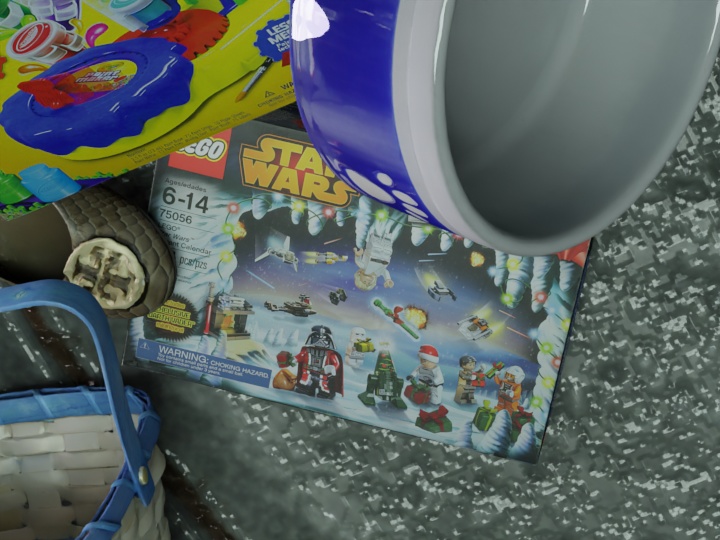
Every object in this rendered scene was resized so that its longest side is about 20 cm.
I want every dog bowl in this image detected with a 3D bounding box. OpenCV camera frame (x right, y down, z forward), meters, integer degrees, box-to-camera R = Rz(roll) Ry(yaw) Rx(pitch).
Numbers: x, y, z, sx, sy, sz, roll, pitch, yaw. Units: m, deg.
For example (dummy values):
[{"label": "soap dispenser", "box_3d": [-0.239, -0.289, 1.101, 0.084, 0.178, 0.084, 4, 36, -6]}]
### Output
[{"label": "dog bowl", "box_3d": [0.064, -0.111, 1.147, 0.079, 0.200, 0.200, 21, 120, 36]}]

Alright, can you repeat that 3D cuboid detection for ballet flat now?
[{"label": "ballet flat", "box_3d": [-0.177, -0.029, 1.292, 0.200, 0.046, 0.067, 26, 116, 10]}]

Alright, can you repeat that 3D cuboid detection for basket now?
[{"label": "basket", "box_3d": [-0.179, 0.096, 1.308, 0.176, 0.139, 0.200, -5, 128, 17]}]

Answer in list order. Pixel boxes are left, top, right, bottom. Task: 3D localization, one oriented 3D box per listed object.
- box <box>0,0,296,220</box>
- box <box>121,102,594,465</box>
[{"label": "box", "box_3d": [-0.114, -0.145, 1.160, 0.200, 0.122, 0.193, -22, 145, 18]}, {"label": "box", "box_3d": [0.000, 0.000, 1.298, 0.200, 0.040, 0.137, 13, 114, 4]}]
